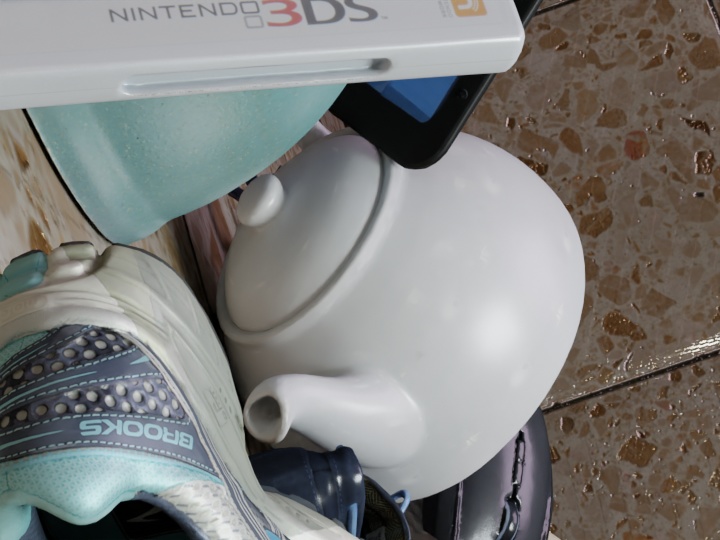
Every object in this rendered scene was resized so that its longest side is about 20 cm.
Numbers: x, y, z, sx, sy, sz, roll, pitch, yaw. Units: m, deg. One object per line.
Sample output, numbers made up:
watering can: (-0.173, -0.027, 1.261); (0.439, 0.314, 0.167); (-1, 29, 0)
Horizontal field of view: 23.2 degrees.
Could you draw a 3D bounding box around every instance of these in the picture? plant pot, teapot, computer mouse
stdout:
plant pot: (-0.063, -0.126, 0.677); (0.200, 0.133, 0.202); (-19, 90, -87)
teapot: (0.000, 0.000, 0.835); (0.146, 0.198, 0.200); (38, -10, -28)
computer mouse: (0.088, 0.123, 0.864); (0.140, 0.046, 0.201); (30, 41, -25)

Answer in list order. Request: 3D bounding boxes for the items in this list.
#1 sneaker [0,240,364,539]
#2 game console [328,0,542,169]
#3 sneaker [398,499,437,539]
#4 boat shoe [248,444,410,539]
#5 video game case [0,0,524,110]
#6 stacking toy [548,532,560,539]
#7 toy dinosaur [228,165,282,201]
sneaker: (-0.041, 0.093, 0.440); (0.200, 0.077, 0.087); (56, 17, -33)
game console: (-0.003, -0.178, 0.763); (0.175, 0.201, 0.116); (27, 12, -28)
sneaker: (0.021, 0.084, 0.959); (0.078, 0.079, 0.201); (28, 41, -17)
boat shoe: (-0.007, 0.126, 0.745); (0.200, 0.068, 0.085); (64, 9, -72)
video game case: (-0.057, -0.146, 0.578); (0.023, 0.181, 0.201); (118, -40, -56)
stacking toy: (0.039, 0.212, 0.859); (0.200, 0.145, 0.147); (-26, 97, -68)
toy dinosaur: (-0.045, 0.011, 1.046); (0.182, 0.104, 0.201); (88, 25, -56)
